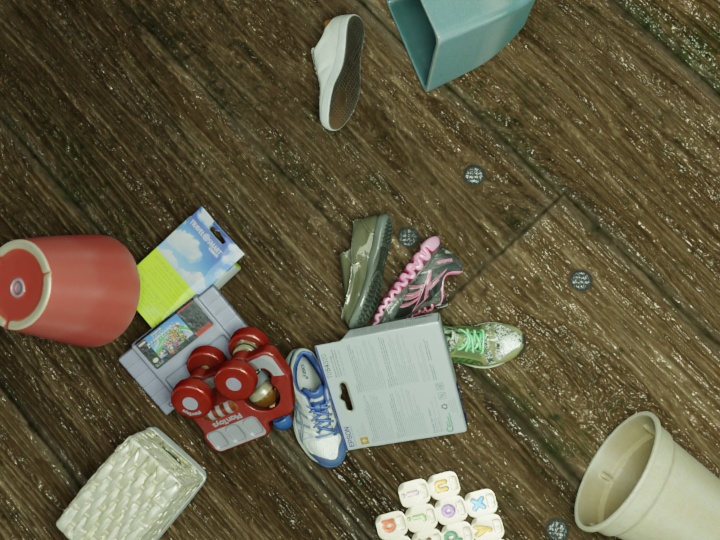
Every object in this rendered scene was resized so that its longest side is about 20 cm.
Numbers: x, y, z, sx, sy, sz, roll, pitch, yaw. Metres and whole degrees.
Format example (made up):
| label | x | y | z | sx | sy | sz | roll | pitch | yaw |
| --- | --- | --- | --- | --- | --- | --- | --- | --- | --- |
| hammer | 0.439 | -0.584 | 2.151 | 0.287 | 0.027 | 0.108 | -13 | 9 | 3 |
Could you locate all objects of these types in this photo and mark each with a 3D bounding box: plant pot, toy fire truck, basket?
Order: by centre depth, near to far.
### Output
| label | x | y | z | sx | sy | sz | roll | pitch | yaw |
| --- | --- | --- | --- | --- | --- | --- | --- | --- | --- |
| plant pot | 0.449 | 0.341 | 1.278 | 0.183 | 0.200 | 0.201 | 33 | 86 | -1 |
| toy fire truck | -0.190 | 0.198 | 1.379 | 0.200 | 0.112 | 0.168 | -23 | 115 | 20 |
| basket | -0.367 | 0.366 | 1.389 | 0.136 | 0.123 | 0.200 | 39 | 86 | 10 |
| plant pot | -0.492 | 0.029 | 1.407 | 0.200 | 0.177 | 0.201 | -2 | 85 | 24 |
| plant pot | 0.171 | -0.448 | 1.432 | 0.200 | 0.196 | 0.196 | -21 | 79 | -7 |

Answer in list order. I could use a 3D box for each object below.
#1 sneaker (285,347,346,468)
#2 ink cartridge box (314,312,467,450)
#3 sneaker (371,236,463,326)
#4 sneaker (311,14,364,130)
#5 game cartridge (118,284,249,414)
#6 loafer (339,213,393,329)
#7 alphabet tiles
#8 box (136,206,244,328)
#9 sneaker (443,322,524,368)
| label | x | y | z | sx | sy | sz | roll | pitch | yaw |
| --- | --- | --- | --- | --- | --- | --- | --- | --- | --- |
| sneaker | -0.076 | 0.220 | 1.391 | 0.075 | 0.088 | 0.200 | -20 | 80 | -13 |
| ink cartridge box | 0.050 | 0.177 | 1.365 | 0.200 | 0.043 | 0.196 | -11 | 110 | 12 |
| sneaker | 0.094 | 0.044 | 1.419 | 0.095 | 0.079 | 0.200 | 36 | 88 | -1 |
| sneaker | -0.048 | -0.341 | 1.506 | 0.085 | 0.073 | 0.200 | 10 | 88 | 39 |
| game cartridge | -0.285 | 0.130 | 1.442 | 0.200 | 0.038 | 0.130 | -38 | 106 | 0 |
| loafer | 0.000 | 0.000 | 1.439 | 0.070 | 0.075 | 0.200 | 11 | 77 | 20 |
| alphabet tiles | 0.131 | 0.426 | 1.376 | 0.196 | 0.015 | 0.200 | -16 | 79 | 4 |
| box | -0.301 | 0.003 | 1.478 | 0.200 | 0.048 | 0.122 | -43 | 79 | 0 |
| sneaker | 0.163 | 0.117 | 1.385 | 0.200 | 0.089 | 0.077 | -4 | 80 | 6 |
